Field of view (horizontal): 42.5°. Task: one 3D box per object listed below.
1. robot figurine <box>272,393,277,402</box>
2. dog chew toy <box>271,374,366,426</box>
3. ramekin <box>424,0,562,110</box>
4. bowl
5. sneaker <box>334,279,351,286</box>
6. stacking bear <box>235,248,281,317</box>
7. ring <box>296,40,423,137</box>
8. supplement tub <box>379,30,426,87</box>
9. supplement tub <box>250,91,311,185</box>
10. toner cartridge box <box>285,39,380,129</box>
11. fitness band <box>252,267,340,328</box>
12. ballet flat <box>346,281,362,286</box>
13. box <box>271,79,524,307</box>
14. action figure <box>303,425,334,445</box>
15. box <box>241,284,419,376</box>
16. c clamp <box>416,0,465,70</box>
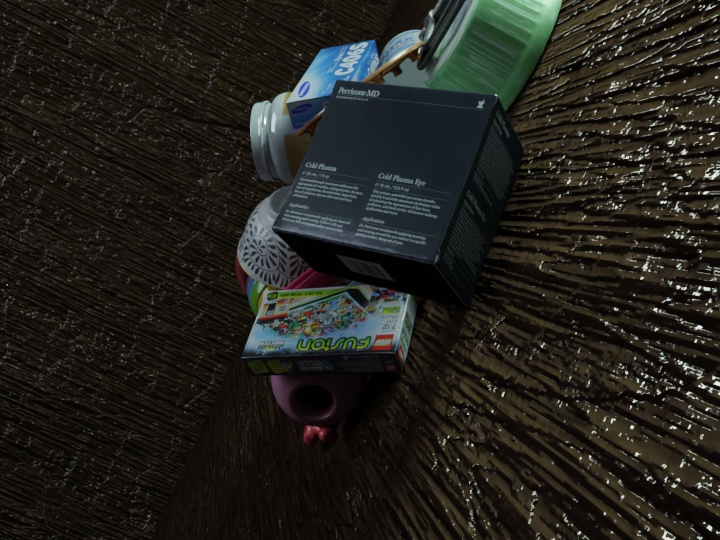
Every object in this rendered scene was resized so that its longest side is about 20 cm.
[{"bbox_3d":[-0.095,0.165,1.528,0.147,0.057,0.200,-65,10,1],"label":"robot figurine"},{"bbox_3d":[-0.048,0.108,1.208,0.126,0.123,0.201,-59,11,30],"label":"dog chew toy"},{"bbox_3d":[0.159,-0.290,1.150,0.203,0.096,0.201,-62,10,18],"label":"ramekin"},{"bbox_3d":[-0.102,-0.071,1.465,0.203,0.196,0.096,-75,-12,-49],"label":"bowl"},{"bbox_3d":[0.000,0.000,1.379,0.203,0.075,0.115,-67,13,-14],"label":"sneaker"},{"bbox_3d":[-0.118,0.049,1.479,0.200,0.119,0.116,-128,43,-51],"label":"stacking bear"},{"bbox_3d":[0.002,-0.226,1.179,0.199,0.019,0.201,-35,7,4],"label":"ring"},{"bbox_3d":[0.090,-0.298,1.463,0.134,0.130,0.201,-61,10,20],"label":"supplement tub"},{"bbox_3d":[-0.065,-0.213,1.468,0.145,0.195,0.148,-4,-90,-81],"label":"supplement tub"},{"bbox_3d":[-0.037,-0.280,1.378,0.201,0.093,0.044,-70,-33,-53],"label":"toner cartridge box"},{"bbox_3d":[-0.074,0.023,1.308,0.199,0.038,0.143,-41,4,-23],"label":"fitness band"},{"bbox_3d":[-0.034,0.101,1.345,0.075,0.073,0.202,-77,12,-53],"label":"ballet flat"},{"bbox_3d":[0.041,-0.083,0.949,0.104,0.197,0.185,44,-116,-54],"label":"box"},{"bbox_3d":[-0.065,0.200,1.303,0.200,0.051,0.067,-135,65,-75],"label":"action figure"},{"bbox_3d":[-0.035,0.070,1.101,0.111,0.196,0.035,-74,-29,-42],"label":"box"},{"bbox_3d":[0.111,-0.346,1.176,0.200,0.027,0.173,128,163,-58],"label":"c clamp"}]
